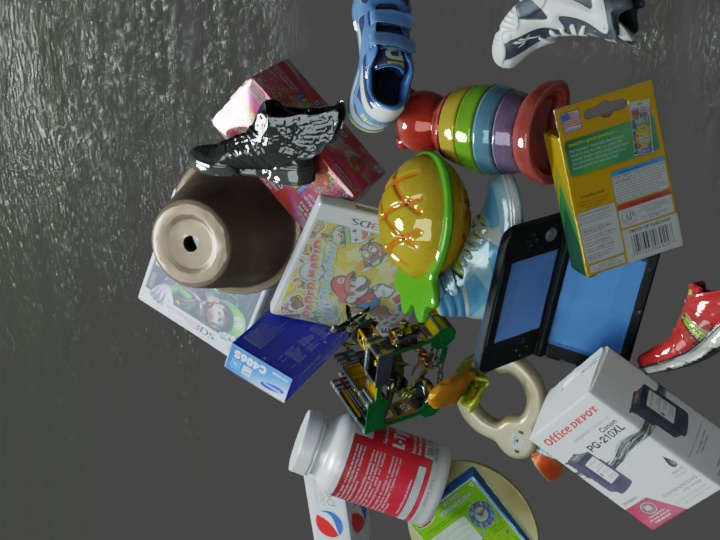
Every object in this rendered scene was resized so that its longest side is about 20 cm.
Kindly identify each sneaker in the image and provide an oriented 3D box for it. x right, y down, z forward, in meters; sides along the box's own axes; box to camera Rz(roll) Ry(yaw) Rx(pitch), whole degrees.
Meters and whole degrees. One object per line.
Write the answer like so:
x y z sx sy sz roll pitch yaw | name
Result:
0.130 -0.024 1.678 0.130 0.080 0.201 -1 114 -5 | sneaker
0.032 -0.266 1.613 0.073 0.082 0.201 2 89 -17 | sneaker
0.405 0.057 1.617 0.200 0.077 0.085 -38 72 34 | sneaker
-0.116 -0.164 1.663 0.199 0.060 0.105 10 116 17 | sneaker
0.246 -0.273 1.531 0.130 0.079 0.199 48 115 11 | sneaker

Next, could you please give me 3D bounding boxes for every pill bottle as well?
0.011 0.257 1.824 0.199 0.112 0.113 20 122 -6 | pill bottle

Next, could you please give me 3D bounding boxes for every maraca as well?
0.073 -0.041 1.623 0.106 0.137 0.201 2 100 -20 | maraca

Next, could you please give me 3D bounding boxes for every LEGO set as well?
0.035 0.109 1.787 0.116 0.153 0.201 53 157 38 | LEGO set

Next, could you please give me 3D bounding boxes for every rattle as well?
0.188 0.203 1.746 0.130 0.143 0.201 -27 92 15 | rattle

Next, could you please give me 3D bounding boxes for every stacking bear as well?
0.133 -0.170 1.623 0.199 0.114 0.122 10 105 31 | stacking bear

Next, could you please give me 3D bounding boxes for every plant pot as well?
-0.184 -0.053 1.778 0.199 0.175 0.202 5 104 21 | plant pot

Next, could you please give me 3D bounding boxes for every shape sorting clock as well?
0.155 0.355 1.886 0.199 0.039 0.201 10 112 25 | shape sorting clock

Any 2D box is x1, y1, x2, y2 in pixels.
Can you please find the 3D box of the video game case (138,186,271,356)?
-0.213 0.006 1.929 0.181 0.023 0.201 31 122 11 | video game case

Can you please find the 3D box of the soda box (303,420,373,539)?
-0.034 0.317 1.949 0.063 0.068 0.201 2 113 26 | soda box

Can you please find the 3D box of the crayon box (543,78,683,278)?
0.287 -0.108 1.563 0.125 0.052 0.201 -18 108 -10 | crayon box

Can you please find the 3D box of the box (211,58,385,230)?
-0.078 -0.157 1.740 0.200 0.100 0.095 49 125 0 | box

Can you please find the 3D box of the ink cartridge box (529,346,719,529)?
0.328 0.205 1.664 0.200 0.084 0.145 36 140 -4 | ink cartridge box

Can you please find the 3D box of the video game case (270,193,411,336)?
0.000 0.000 1.747 0.181 0.023 0.201 13 131 -17 | video game case

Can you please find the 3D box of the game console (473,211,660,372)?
0.247 0.043 1.651 0.118 0.170 0.201 33 126 38 | game console

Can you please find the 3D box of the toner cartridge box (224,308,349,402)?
-0.086 0.089 1.794 0.095 0.200 0.043 29 124 13 | toner cartridge box
